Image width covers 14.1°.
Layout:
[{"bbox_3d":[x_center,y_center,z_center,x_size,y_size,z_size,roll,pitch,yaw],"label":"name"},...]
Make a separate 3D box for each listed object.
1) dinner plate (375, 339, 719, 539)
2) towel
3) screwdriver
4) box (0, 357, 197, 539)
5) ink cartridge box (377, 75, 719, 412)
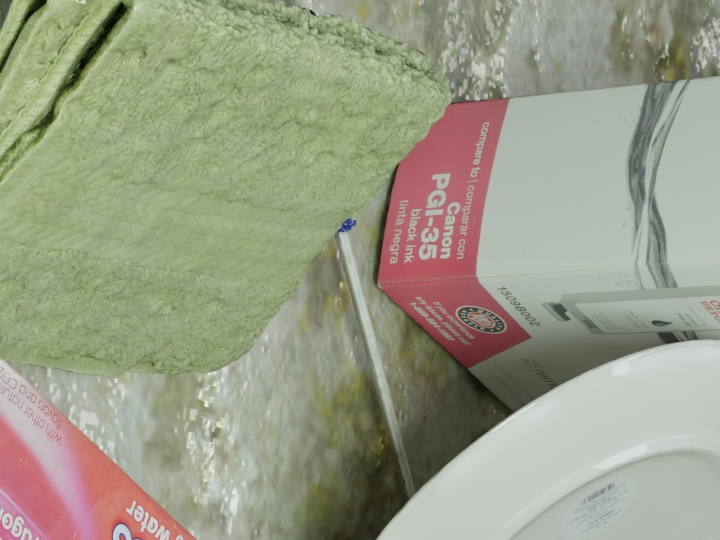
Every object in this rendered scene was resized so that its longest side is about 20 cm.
[{"bbox_3d":[0.079,0.103,1.066,0.199,0.024,0.201,-25,145,-19],"label":"dinner plate"},{"bbox_3d":[-0.065,-0.028,0.894,0.199,0.149,0.037,8,39,-55],"label":"towel"},{"bbox_3d":[0.000,0.000,1.058,0.028,0.029,0.201,-38,115,-49],"label":"screwdriver"},{"bbox_3d":[-0.103,0.117,0.851,0.200,0.094,0.103,49,51,-44],"label":"box"},{"bbox_3d":[0.130,-0.003,1.102,0.146,0.199,0.083,43,53,-47],"label":"ink cartridge box"}]
